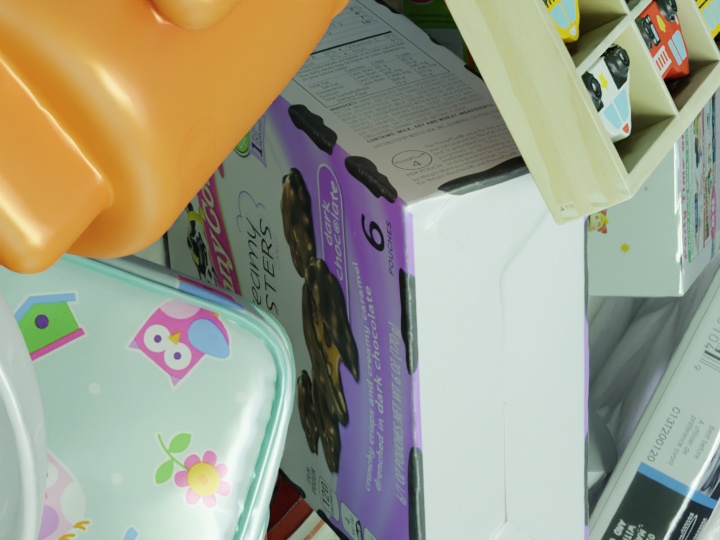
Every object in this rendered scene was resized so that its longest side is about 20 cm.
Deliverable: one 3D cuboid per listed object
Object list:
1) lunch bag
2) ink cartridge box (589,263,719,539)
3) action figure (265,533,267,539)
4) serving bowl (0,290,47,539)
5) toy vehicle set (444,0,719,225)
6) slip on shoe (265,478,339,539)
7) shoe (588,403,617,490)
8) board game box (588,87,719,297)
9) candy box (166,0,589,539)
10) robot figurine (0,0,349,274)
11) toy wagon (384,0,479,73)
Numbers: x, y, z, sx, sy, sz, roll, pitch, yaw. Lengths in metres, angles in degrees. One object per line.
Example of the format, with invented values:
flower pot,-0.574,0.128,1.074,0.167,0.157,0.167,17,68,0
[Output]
lunch bag,-0.108,0.089,0.881,0.077,0.159,0.201,-138,-113,-84
ink cartridge box,0.163,0.080,1.294,0.199,0.043,0.200,-63,168,0
action figure,-0.066,0.126,1.065,0.065,0.051,0.201,22,86,-53
serving bowl,-0.177,0.033,0.751,0.066,0.198,0.201,-67,160,-60
toy vehicle set,0.075,-0.106,0.871,0.125,0.026,0.200,62,27,-10
slip on shoe,0.003,0.046,1.100,0.201,0.061,0.074,-60,171,17
shoe,0.048,0.104,1.201,0.091,0.072,0.200,-46,173,21
board game box,0.119,-0.075,1.120,0.200,0.064,0.149,-29,119,-74
candy box,0.000,0.000,0.947,0.071,0.200,0.169,-18,123,-23
robot figurine,-0.071,-0.085,0.788,0.200,0.116,0.144,-53,165,-30
toy wagon,0.033,-0.101,0.967,0.039,0.155,0.202,-8,100,-24
